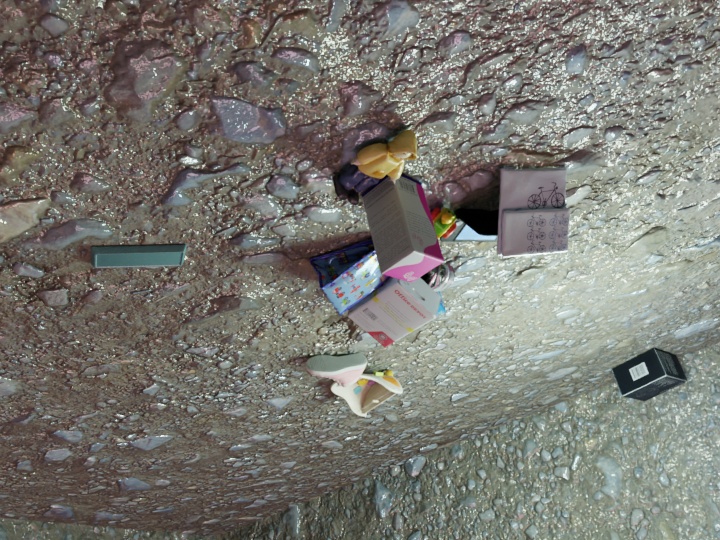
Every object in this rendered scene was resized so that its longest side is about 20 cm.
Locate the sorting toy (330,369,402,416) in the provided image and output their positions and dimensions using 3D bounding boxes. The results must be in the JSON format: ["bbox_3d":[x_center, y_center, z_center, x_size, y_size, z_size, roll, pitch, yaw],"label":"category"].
[{"bbox_3d":[0.004,0.376,2.546,0.179,0.108,0.200,19,138,-34],"label":"sorting toy"}]

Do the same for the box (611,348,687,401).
[{"bbox_3d":[1.135,0.413,3.077,0.196,0.125,0.200,18,137,-42],"label":"box"}]

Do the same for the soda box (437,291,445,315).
[{"bbox_3d":[0.129,0.112,2.158,0.199,0.068,0.064,-23,150,16],"label":"soda box"}]

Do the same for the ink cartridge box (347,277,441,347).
[{"bbox_3d":[0.088,0.092,2.016,0.145,0.084,0.199,42,131,-18],"label":"ink cartridge box"}]

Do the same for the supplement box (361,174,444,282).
[{"bbox_3d":[0.087,-0.091,1.647,0.101,0.202,0.103,17,139,-43],"label":"supplement box"}]

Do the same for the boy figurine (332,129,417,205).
[{"bbox_3d":[0.041,-0.208,1.567,0.199,0.065,0.124,-30,144,31],"label":"boy figurine"}]

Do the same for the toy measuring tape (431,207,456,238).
[{"bbox_3d":[0.177,-0.100,1.830,0.073,0.074,0.200,-5,166,-16],"label":"toy measuring tape"}]

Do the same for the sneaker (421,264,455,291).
[{"bbox_3d":[0.152,0.038,2.052,0.086,0.081,0.200,21,128,-30],"label":"sneaker"}]

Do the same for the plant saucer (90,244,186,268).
[{"bbox_3d":[-0.479,-0.029,1.695,0.198,0.019,0.070,-1,148,-20],"label":"plant saucer"}]

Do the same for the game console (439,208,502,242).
[{"bbox_3d":[0.314,-0.082,1.853,0.198,0.117,0.176,0,148,-23],"label":"game console"}]

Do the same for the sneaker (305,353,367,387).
[{"bbox_3d":[-0.081,0.314,2.393,0.198,0.076,0.105,-2,131,-28],"label":"sneaker"}]

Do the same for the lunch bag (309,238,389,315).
[{"bbox_3d":[0.000,0.000,1.901,0.199,0.095,0.151,-26,148,2],"label":"lunch bag"}]

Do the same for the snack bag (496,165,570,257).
[{"bbox_3d":[0.391,-0.134,1.752,0.187,0.202,0.021,-4,-170,-22],"label":"snack bag"}]
